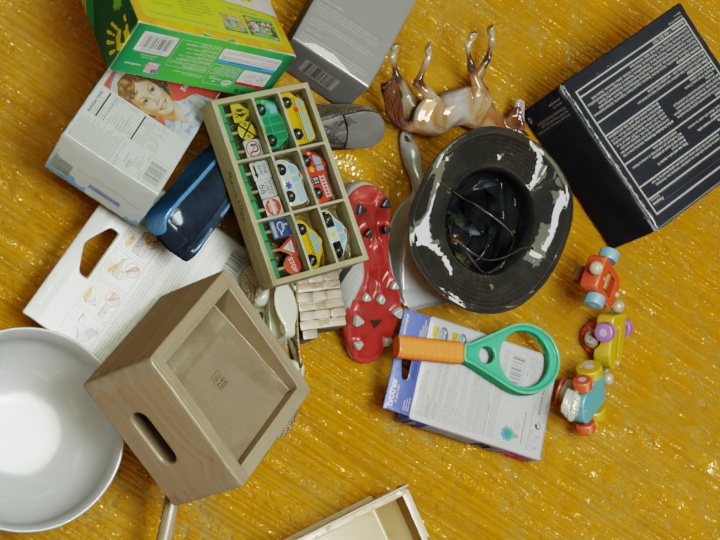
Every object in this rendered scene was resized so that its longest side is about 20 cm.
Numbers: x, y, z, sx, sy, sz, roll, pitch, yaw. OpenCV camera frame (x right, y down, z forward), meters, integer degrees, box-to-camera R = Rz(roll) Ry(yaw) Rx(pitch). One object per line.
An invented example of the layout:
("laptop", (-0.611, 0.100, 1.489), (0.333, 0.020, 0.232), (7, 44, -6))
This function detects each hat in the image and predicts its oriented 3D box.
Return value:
("hat", (0.132, -0.053, 1.769), (0.199, 0.081, 0.202), (0, 89, -16))

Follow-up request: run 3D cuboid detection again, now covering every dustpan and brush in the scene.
("dustpan and brush", (0.079, -0.063, 1.822), (0.139, 0.057, 0.201), (-11, 90, -25))

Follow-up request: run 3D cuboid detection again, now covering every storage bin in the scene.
("storage bin", (0.005, 0.352, 1.683), (0.198, 0.094, 0.201), (-24, 87, -22))

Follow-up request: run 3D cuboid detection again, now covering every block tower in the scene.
("block tower", (-0.062, -0.023, 1.757), (0.057, 0.054, 0.201), (-6, 82, -20))

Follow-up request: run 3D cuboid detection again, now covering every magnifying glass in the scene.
("magnifying glass", (0.129, 0.092, 1.771), (0.199, 0.022, 0.080), (7, 77, -22))

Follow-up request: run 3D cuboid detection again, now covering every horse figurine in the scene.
("horse figurine", (0.099, -0.200, 1.840), (0.199, 0.050, 0.133), (-15, 113, -28))

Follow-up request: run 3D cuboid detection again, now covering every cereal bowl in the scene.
("cereal bowl", (-0.336, 0.161, 1.607), (0.199, 0.083, 0.201), (4, 77, -19))

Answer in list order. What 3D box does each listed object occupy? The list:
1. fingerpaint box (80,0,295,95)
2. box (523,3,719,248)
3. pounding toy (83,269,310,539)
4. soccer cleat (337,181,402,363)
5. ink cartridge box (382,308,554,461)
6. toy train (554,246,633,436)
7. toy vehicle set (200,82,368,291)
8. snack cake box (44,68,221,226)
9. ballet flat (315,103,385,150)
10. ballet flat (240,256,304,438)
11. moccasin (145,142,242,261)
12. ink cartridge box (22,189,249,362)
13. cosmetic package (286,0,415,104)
("fingerpaint box", (-0.189, -0.273, 1.685), (0.199, 0.073, 0.167), (6, 48, -42))
("box", (0.331, -0.164, 1.886), (0.200, 0.123, 0.199), (-34, 90, -20))
("pounding toy", (-0.167, 0.146, 1.607), (0.200, 0.142, 0.184), (56, 40, -17))
("soccer cleat", (0.000, 0.000, 1.770), (0.068, 0.085, 0.201), (-10, 106, -25))
("ink cartridge box", (0.118, 0.128, 1.792), (0.199, 0.042, 0.120), (20, 73, -21))
("toy train", (0.249, 0.080, 1.817), (0.150, 0.055, 0.201), (42, 62, -55))
("toy vehicle set", (-0.078, -0.089, 1.681), (0.124, 0.026, 0.201), (-17, 86, -36))
("snack cake box", (-0.228, -0.159, 1.687), (0.115, 0.067, 0.200), (33, 50, -8))
("ballet flat", (-0.071, -0.162, 1.792), (0.199, 0.046, 0.068), (-2, 111, -14))
("ballet flat", (-0.090, 0.080, 1.697), (0.070, 0.065, 0.201), (-11, 97, -30))
("moccasin", (-0.150, -0.085, 1.700), (0.200, 0.080, 0.068), (-48, 114, -32))
("ink cartridge box", (-0.229, 0.020, 1.694), (0.176, 0.045, 0.200), (37, 69, -10))
("cosmetic package", (-0.002, -0.298, 1.819), (0.107, 0.090, 0.201), (33, 68, -10))
